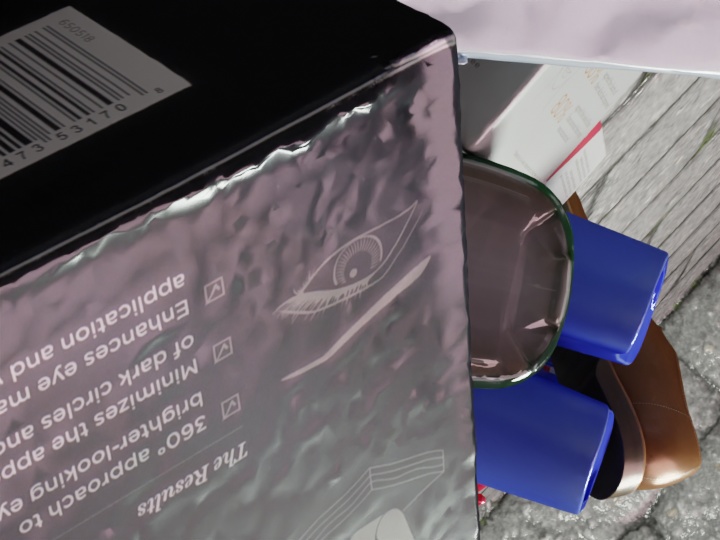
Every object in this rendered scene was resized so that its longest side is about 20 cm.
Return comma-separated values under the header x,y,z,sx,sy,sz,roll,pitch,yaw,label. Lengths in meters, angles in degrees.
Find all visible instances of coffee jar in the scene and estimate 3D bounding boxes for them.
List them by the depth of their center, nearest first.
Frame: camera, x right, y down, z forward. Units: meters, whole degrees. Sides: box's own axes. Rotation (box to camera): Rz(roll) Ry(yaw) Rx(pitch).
x,y,z,sx,sy,sz,roll,pitch,yaw,label
0.000,0.000,0.759,0.200,0.104,0.086,176,-75,-70,coffee jar

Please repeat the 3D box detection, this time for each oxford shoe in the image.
x,y,z,sx,sy,sz,roll,pitch,yaw,label
0.134,0.033,1.045,0.071,0.201,0.071,-2,152,-26,oxford shoe

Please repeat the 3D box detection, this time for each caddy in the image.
x,y,z,sx,sy,sz,roll,pitch,yaw,label
0.079,0.038,0.906,0.200,0.105,0.142,35,73,-80,caddy

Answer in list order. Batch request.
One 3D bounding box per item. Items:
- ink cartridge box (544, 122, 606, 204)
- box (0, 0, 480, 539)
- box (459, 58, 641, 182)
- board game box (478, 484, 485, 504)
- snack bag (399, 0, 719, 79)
x,y,z,sx,sy,sz,roll,pitch,yaw,label
0.032,-0.027,0.972,0.200,0.086,0.148,-47,168,-1,ink cartridge box
-0.078,0.038,0.500,0.196,0.117,0.201,-29,133,-28,box
0.083,-0.143,0.747,0.200,0.106,0.152,-49,167,4,box
0.066,0.079,1.091,0.158,0.039,0.201,136,-35,-67,board game box
0.103,-0.155,0.629,0.188,0.021,0.201,1,118,-26,snack bag
